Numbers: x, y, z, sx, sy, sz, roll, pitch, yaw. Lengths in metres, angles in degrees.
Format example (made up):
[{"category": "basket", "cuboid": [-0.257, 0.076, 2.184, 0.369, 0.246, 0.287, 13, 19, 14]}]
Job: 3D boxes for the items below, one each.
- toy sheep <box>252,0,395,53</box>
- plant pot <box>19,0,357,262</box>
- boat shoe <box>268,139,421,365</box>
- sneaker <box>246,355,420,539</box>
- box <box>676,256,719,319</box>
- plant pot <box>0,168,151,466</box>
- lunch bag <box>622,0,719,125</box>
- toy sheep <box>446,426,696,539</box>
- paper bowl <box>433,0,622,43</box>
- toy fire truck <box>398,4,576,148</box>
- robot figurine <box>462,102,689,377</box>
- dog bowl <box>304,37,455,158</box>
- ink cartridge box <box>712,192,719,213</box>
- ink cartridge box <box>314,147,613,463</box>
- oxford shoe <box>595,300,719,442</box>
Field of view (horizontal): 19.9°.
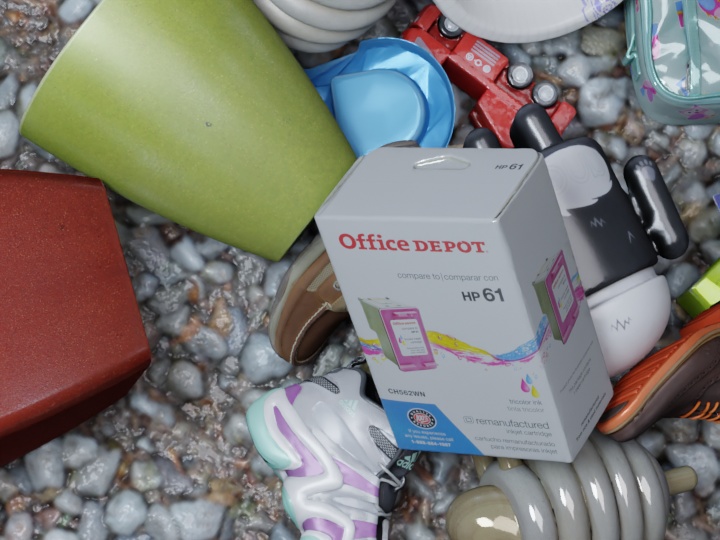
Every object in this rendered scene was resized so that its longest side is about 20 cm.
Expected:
[{"category": "toy sheep", "cuboid": [-0.026, -0.233, 1.471, 0.137, 0.200, 0.139, 9, 61, -16]}, {"category": "plant pot", "cuboid": [-0.104, -0.106, 1.443, 0.200, 0.187, 0.188, 39, 76, -1]}, {"category": "boat shoe", "cuboid": [0.000, 0.000, 1.478, 0.072, 0.201, 0.076, 43, 33, 18]}, {"category": "sneaker", "cuboid": [0.015, 0.158, 1.477, 0.139, 0.078, 0.201, -26, 83, 6]}, {"category": "box", "cuboid": [0.356, 0.052, 1.577, 0.122, 0.048, 0.200, -42, 86, -13]}, {"category": "plant pot", "cuboid": [-0.254, 0.032, 1.431, 0.175, 0.200, 0.202, -15, 80, -18]}, {"category": "lunch bag", "cuboid": [0.281, -0.212, 1.607, 0.159, 0.077, 0.202, -3, 77, -9]}, {"category": "toy sheep", "cuboid": [0.155, 0.165, 1.480, 0.198, 0.138, 0.139, -12, 80, -16]}, {"category": "paper bowl", "cuboid": [0.126, -0.279, 1.530, 0.199, 0.202, 0.105, -15, 48, -11]}, {"category": "toy fire truck", "cuboid": [0.090, -0.094, 1.571, 0.199, 0.049, 0.141, 36, 78, 2]}, {"category": "robot figurine", "cuboid": [0.142, -0.016, 1.476, 0.124, 0.150, 0.201, -18, 79, -54]}, {"category": "dog bowl", "cuboid": [-0.024, -0.106, 1.533, 0.198, 0.050, 0.113, -9, 82, 8]}, {"category": "ink cartridge box", "cuboid": [0.350, 0.014, 1.542, 0.099, 0.039, 0.201, -22, 81, -10]}, {"category": "ink cartridge box", "cuboid": [0.071, 0.023, 1.378, 0.085, 0.143, 0.201, -50, 131, -44]}, {"category": "oxford shoe", "cuboid": [0.244, 0.080, 1.470, 0.199, 0.071, 0.073, -32, 89, -39]}]
